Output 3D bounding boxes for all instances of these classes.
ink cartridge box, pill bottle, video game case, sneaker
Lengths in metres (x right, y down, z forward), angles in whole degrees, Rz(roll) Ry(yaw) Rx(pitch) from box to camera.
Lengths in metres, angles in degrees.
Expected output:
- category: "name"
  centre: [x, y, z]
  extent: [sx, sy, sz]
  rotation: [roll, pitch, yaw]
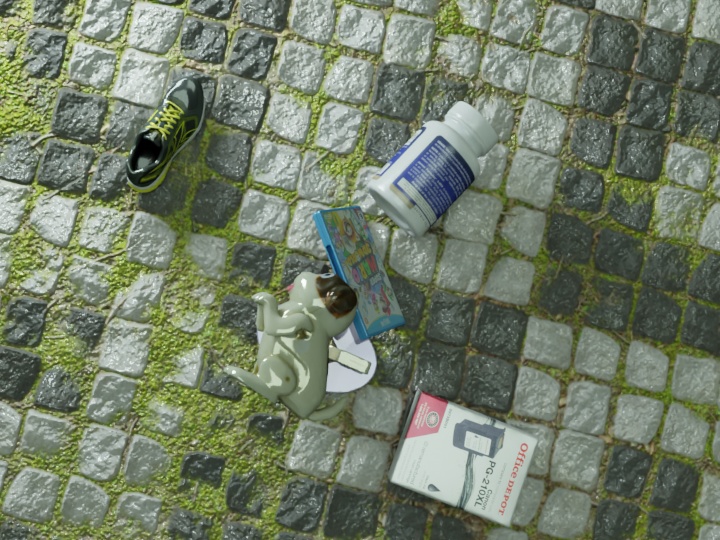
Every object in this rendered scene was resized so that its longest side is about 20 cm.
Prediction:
- category: "ink cartridge box"
  centre: [0.158, 0.288, 1.613]
  extent: [0.197, 0.084, 0.147]
  rotation: [21, 85, 0]
- category: "pill bottle"
  centre: [0.117, -0.162, 1.637]
  extent: [0.120, 0.120, 0.200]
  rotation: [44, 85, 2]
- category: "video game case"
  centre: [0.000, 0.000, 1.612]
  extent: [0.018, 0.143, 0.203]
  rotation: [-23, 86, 26]
- category: "sneaker"
  centre: [-0.304, -0.216, 1.643]
  extent: [0.074, 0.085, 0.202]
  rotation: [26, 84, 0]

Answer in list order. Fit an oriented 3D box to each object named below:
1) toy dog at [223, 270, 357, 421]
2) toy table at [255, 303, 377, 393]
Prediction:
- category: "toy dog"
  centre: [-0.080, 0.095, 1.482]
  extent: [0.192, 0.140, 0.202]
  rotation: [29, 82, 2]
- category: "toy table"
  centre: [-0.067, 0.115, 1.605]
  extent: [0.196, 0.117, 0.187]
  rotation: [11, 84, 0]
